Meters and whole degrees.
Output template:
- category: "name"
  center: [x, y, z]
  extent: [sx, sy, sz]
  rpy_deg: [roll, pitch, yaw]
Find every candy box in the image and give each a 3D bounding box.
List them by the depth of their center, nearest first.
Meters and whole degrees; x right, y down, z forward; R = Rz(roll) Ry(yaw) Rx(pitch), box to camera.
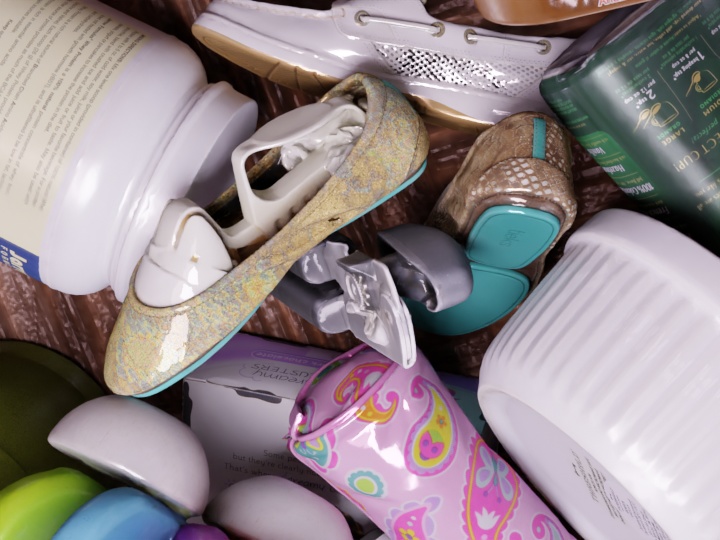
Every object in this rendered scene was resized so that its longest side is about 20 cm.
- category: "candy box"
  center: [-0.015, 0.148, 1.188]
  extent: [0.167, 0.072, 0.201]
  rpy_deg: [11, 114, 12]

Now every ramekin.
- category: "ramekin"
  center: [0.147, 0.077, 1.029]
  extent: [0.105, 0.200, 0.200]
  rpy_deg: [-43, 95, -12]

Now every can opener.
- category: "can opener"
  center: [0.000, 0.000, 1.080]
  extent: [0.067, 0.200, 0.053]
  rpy_deg: [-20, 107, -14]

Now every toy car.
- category: "toy car"
  center: [-0.089, 0.166, 1.003]
  extent: [0.200, 0.150, 0.175]
  rpy_deg: [31, 79, -20]

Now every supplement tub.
- category: "supplement tub"
  center: [-0.169, -0.076, 1.105]
  extent: [0.200, 0.145, 0.145]
  rpy_deg: [26, 116, 6]

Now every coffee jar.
- category: "coffee jar"
  center: [0.183, -0.044, 1.036]
  extent: [0.104, 0.085, 0.200]
  rpy_deg: [-38, 97, -11]

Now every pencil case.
- category: "pencil case"
  center: [0.048, 0.126, 1.074]
  extent: [0.087, 0.087, 0.200]
  rpy_deg: [-30, 110, 25]

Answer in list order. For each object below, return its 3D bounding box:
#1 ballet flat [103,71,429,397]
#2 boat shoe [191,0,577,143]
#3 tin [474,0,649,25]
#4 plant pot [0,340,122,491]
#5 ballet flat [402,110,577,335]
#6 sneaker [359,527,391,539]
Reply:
- category: "ballet flat"
  center: [-0.056, -0.024, 1.021]
  extent: [0.200, 0.071, 0.071]
  rpy_deg: [-39, 97, -7]
- category: "boat shoe"
  center: [0.016, -0.117, 1.080]
  extent: [0.199, 0.071, 0.070]
  rpy_deg: [15, 88, -2]
- category: "tin"
  center: [0.144, -0.161, 0.998]
  extent: [0.200, 0.112, 0.042]
  rpy_deg: [-11, 117, 21]
- category: "plant pot"
  center: [-0.222, 0.134, 1.178]
  extent: [0.200, 0.193, 0.201]
  rpy_deg: [6, 112, 15]
- category: "ballet flat"
  center: [0.067, -0.025, 1.077]
  extent: [0.070, 0.065, 0.200]
  rpy_deg: [14, 159, -11]
- category: "sneaker"
  center: [0.011, 0.245, 1.102]
  extent: [0.121, 0.084, 0.200]
  rpy_deg: [25, 94, 20]
